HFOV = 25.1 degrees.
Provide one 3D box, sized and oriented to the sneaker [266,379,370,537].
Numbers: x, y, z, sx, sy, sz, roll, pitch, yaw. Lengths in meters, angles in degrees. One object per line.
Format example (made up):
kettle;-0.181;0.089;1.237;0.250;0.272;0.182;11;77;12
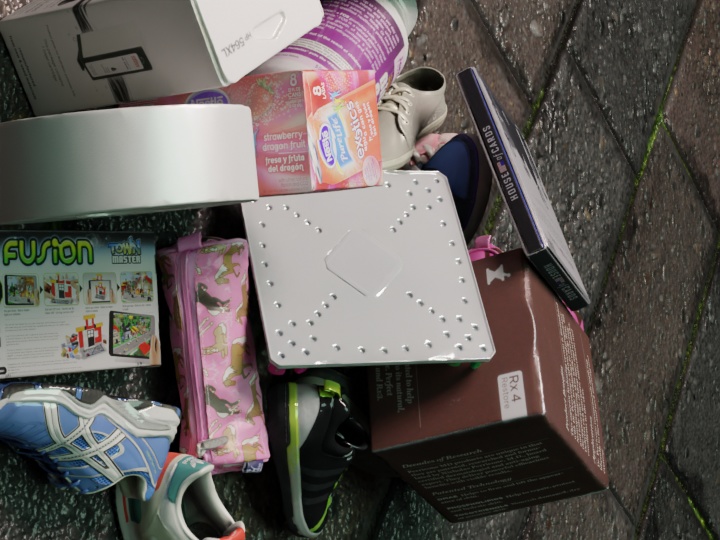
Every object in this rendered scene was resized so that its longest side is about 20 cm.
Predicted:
sneaker;-0.031;0.168;1.410;0.201;0.082;0.072;82;2;-51

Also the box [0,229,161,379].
box;-0.233;0.025;1.233;0.199;0.034;0.111;0;86;-55

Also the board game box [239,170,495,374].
board game box;0.000;0.000;1.393;0.198;0.026;0.202;0;55;-19

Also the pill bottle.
pill bottle;-0.022;-0.194;1.489;0.201;0.111;0.113;-57;130;-40

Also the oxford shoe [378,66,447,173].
oxford shoe;0.028;-0.143;1.529;0.200;0.075;0.058;-45;146;-52

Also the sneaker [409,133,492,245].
sneaker;0.025;-0.047;1.503;0.145;0.081;0.201;11;116;-39

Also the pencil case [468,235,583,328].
pencil case;0.173;0.042;1.765;0.200;0.090;0.095;37;51;-50

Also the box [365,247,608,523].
box;0.116;0.111;1.485;0.200;0.163;0.167;47;34;-53

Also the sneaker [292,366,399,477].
sneaker;-0.006;0.112;1.523;0.200;0.074;0.107;48;45;-53

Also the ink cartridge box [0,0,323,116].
ink cartridge box;-0.150;-0.192;1.231;0.146;0.198;0.085;-44;121;-47

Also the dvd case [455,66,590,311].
dvd case;0.151;-0.074;1.497;0.150;0.025;0.202;43;26;-59

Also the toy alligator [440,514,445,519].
toy alligator;0.073;0.148;1.629;0.054;0.059;0.202;34;47;-52

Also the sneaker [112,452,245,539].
sneaker;-0.134;0.241;1.300;0.070;0.093;0.202;-24;106;-53

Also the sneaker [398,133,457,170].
sneaker;0.046;-0.101;1.583;0.199;0.104;0.076;-7;94;-53

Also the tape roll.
tape roll;-0.176;-0.077;1.186;0.202;0.201;0.072;-9;94;-54

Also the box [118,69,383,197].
box;-0.091;-0.106;1.306;0.102;0.198;0.096;-9;96;-53

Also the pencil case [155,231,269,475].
pencil case;-0.124;0.069;1.346;0.082;0.086;0.202;-6;91;-24

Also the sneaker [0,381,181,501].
sneaker;-0.215;0.125;1.202;0.199;0.075;0.078;17;79;-43
